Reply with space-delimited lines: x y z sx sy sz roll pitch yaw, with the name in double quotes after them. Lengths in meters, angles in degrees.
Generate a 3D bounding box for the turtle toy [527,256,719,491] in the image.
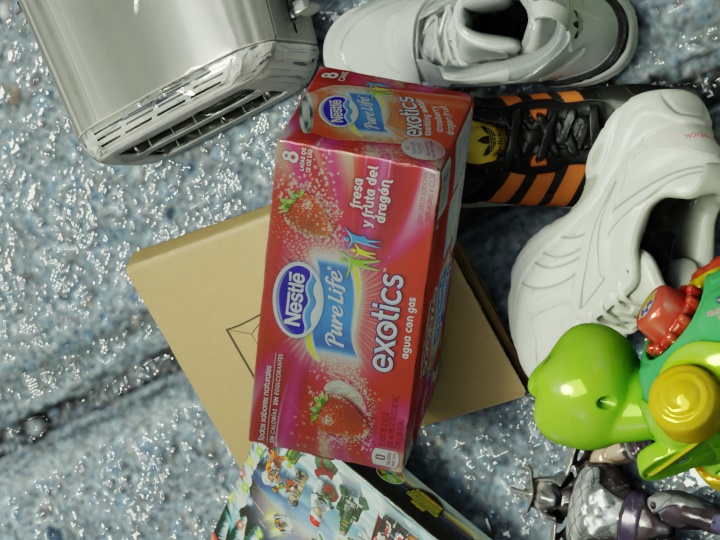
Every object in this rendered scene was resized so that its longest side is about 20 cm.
0.187 0.051 1.514 0.199 0.146 0.102 -24 66 9 "turtle toy"

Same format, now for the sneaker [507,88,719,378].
0.146 0.001 1.595 0.201 0.078 0.100 -67 30 31 "sneaker"

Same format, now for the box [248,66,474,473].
0.000 0.000 1.600 0.095 0.100 0.201 12 121 9 "box"

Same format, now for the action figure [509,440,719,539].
0.171 0.146 1.618 0.199 0.069 0.131 15 104 31 "action figure"

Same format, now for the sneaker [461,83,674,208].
0.097 -0.070 1.647 0.199 0.090 0.070 -5 86 27 "sneaker"

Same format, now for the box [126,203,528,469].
-0.020 0.031 1.698 0.199 0.021 0.164 -18 114 26 "box"

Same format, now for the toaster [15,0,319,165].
-0.121 -0.148 1.751 0.199 0.114 0.130 -25 80 23 "toaster"

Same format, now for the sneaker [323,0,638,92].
0.052 -0.140 1.659 0.199 0.115 0.076 -2 87 27 "sneaker"

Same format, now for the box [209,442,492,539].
0.004 0.184 1.695 0.200 0.040 0.137 38 123 22 "box"
